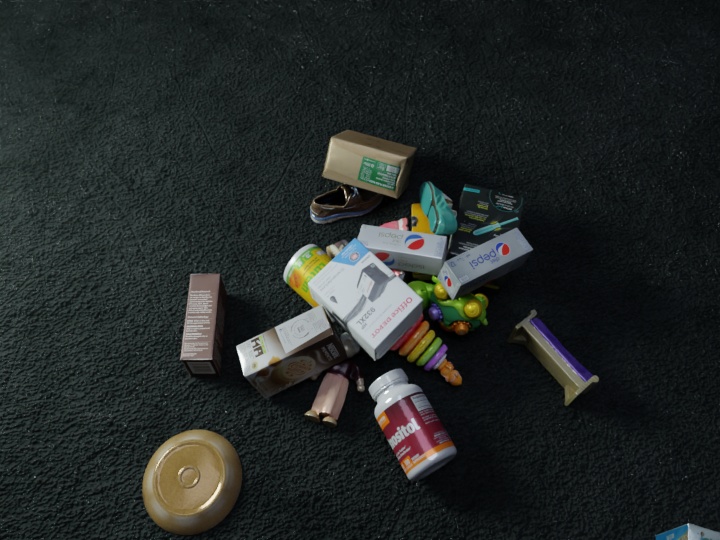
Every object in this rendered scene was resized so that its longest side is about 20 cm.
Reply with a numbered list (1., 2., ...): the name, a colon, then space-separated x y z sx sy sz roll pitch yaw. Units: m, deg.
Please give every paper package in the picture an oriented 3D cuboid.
1. paper package: 0.025 -0.265 1.527 0.197 0.105 0.191 17 21 7

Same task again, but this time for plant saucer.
1. plant saucer: -0.335 0.411 1.224 0.197 0.036 0.203 0 61 -1

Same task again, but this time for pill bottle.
1. pill bottle: 0.098 0.307 1.251 0.112 0.114 0.201 -24 63 -15
2. pill bottle: -0.069 0.043 1.394 0.199 0.112 0.111 40 67 19

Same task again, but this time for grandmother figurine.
1. grandmother figurine: -0.046 0.228 1.324 0.120 0.061 0.202 19 64 -1

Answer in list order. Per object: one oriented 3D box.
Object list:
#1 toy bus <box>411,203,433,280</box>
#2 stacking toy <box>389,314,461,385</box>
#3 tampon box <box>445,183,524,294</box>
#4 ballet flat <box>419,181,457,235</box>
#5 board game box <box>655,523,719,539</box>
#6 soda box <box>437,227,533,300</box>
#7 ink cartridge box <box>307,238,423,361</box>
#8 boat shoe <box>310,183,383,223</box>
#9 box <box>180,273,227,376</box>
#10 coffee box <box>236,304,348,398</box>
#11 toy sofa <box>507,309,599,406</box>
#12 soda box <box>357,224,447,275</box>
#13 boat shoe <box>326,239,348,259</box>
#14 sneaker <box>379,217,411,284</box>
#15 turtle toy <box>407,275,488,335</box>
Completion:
1. toy bus: 0.153 -0.067 1.480 0.064 0.079 0.203 0 60 4
2. stacking toy: 0.145 0.175 1.343 0.200 0.116 0.110 42 69 7
3. tampon box: 0.286 -0.073 1.461 0.148 0.127 0.202 14 61 5
4. ballet flat: 0.184 -0.139 1.434 0.069 0.068 0.201 10 33 -12
5. board game box: 0.577 0.571 1.097 0.063 0.148 0.202 13 60 9
6. soda box: 0.263 -0.014 1.309 0.198 0.069 0.064 -24 66 -22
7. ink cartridge box: 0.012 0.058 1.276 0.145 0.084 0.200 -43 71 -14
8. boat shoe: -0.030 -0.176 1.540 0.198 0.073 0.073 -24 63 -15
9. box: -0.338 0.118 1.351 0.074 0.101 0.203 1 60 -1
10. coffee box: -0.140 0.170 1.291 0.198 0.115 0.080 -26 53 0
11. toy sofa: 0.424 0.182 1.348 0.097 0.083 0.201 -32 66 -17
12. soda box: 0.092 -0.045 1.386 0.197 0.069 0.064 10 56 13
13. boat shoe: 0.000 0.000 1.445 0.065 0.072 0.200 -37 62 -15
14. sneaker: 0.077 -0.032 1.477 0.085 0.074 0.203 -4 56 12
15. turtle toy: 0.192 0.075 1.382 0.198 0.145 0.102 30 104 15
